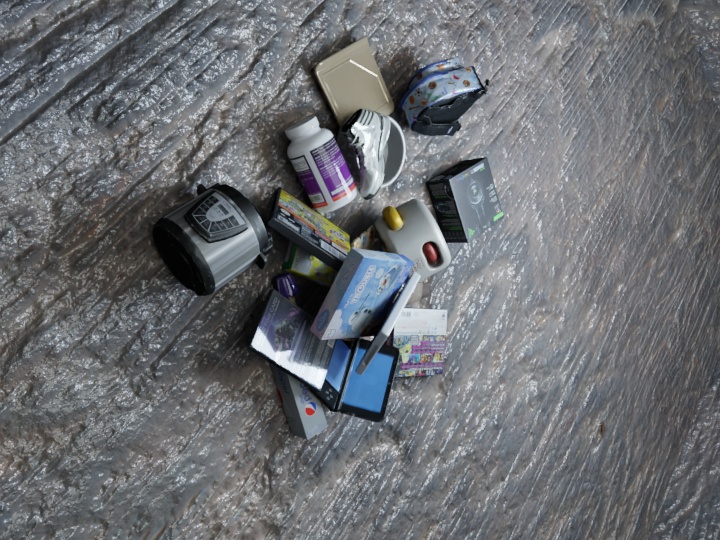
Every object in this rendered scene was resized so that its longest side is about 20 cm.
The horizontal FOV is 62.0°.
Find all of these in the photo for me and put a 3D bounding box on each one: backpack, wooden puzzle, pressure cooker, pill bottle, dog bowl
[{"bbox_3d":[0.199,-0.444,1.538,0.190,0.200,0.154,-27,77,-27],"label":"backpack"},{"bbox_3d":[-0.014,-0.439,1.460,0.185,0.037,0.201,-40,120,-30],"label":"wooden puzzle"},{"bbox_3d":[-0.279,-0.071,1.172,0.200,0.178,0.177,-38,127,-31],"label":"pressure cooker"},{"bbox_3d":[-0.092,-0.239,1.352,0.112,0.112,0.201,-39,115,-31],"label":"pill bottle"},{"bbox_3d":[0.032,-0.291,1.465,0.199,0.059,0.201,-12,108,-41],"label":"dog bowl"}]

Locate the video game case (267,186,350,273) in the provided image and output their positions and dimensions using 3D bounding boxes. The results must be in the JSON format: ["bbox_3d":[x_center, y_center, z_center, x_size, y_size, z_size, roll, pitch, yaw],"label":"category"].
[{"bbox_3d":[-0.105,-0.086,1.294,0.200,0.181,0.026,34,111,-18],"label":"video game case"}]

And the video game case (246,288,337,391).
[{"bbox_3d":[-0.141,0.152,1.292,0.200,0.019,0.143,38,52,-28],"label":"video game case"}]

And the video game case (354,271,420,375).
[{"bbox_3d":[0.061,0.121,1.367,0.023,0.183,0.200,31,48,3],"label":"video game case"}]

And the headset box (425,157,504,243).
[{"bbox_3d":[0.297,-0.189,1.679,0.174,0.093,0.201,-32,111,-33],"label":"headset box"}]

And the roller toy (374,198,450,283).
[{"bbox_3d":[0.119,-0.065,1.440,0.139,0.200,0.183,-28,81,0],"label":"roller toy"}]

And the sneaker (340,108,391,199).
[{"bbox_3d":[-0.003,-0.268,1.360,0.115,0.075,0.202,11,85,-35],"label":"sneaker"}]

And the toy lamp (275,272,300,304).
[{"bbox_3d":[-0.146,0.103,1.358,0.058,0.058,0.201,-29,110,-34],"label":"toy lamp"}]

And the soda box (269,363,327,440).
[{"bbox_3d":[-0.142,0.277,1.359,0.063,0.068,0.201,-26,108,-37],"label":"soda box"}]

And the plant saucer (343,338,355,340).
[{"bbox_3d":[-0.007,0.062,1.373,0.200,0.032,0.201,-30,130,-42],"label":"plant saucer"}]

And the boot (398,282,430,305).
[{"bbox_3d":[0.112,-0.007,1.560,0.145,0.070,0.201,1,80,-28],"label":"boot"}]

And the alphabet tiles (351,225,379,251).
[{"bbox_3d":[0.000,0.000,1.435,0.200,0.015,0.197,-43,142,-55],"label":"alphabet tiles"}]

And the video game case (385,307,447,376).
[{"bbox_3d":[0.149,0.191,1.610,0.199,0.036,0.182,4,89,-39],"label":"video game case"}]

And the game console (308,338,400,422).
[{"bbox_3d":[-0.011,0.225,1.393,0.173,0.118,0.201,54,41,-40],"label":"game console"}]

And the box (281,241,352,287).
[{"bbox_3d":[-0.080,-0.026,1.413,0.199,0.048,0.118,22,77,-35],"label":"box"}]

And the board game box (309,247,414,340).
[{"bbox_3d":[0.007,0.053,1.288,0.199,0.043,0.201,5,117,-54],"label":"board game box"}]
